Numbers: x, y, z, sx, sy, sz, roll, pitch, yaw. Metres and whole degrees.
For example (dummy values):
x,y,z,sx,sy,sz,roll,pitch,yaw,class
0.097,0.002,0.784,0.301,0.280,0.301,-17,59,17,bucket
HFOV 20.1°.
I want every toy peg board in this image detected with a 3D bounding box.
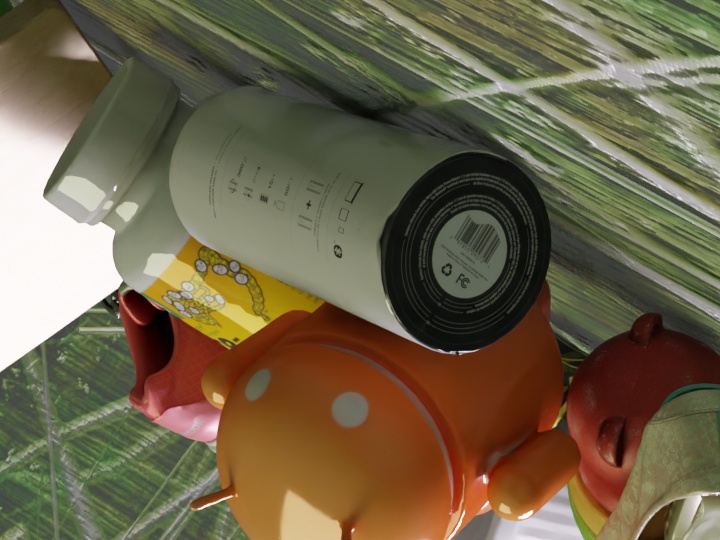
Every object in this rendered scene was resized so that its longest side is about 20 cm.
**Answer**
x,y,z,sx,sy,sz,roll,pitch,yaw,class
-0.222,-0.056,1.149,0.098,0.199,0.199,54,178,40,toy peg board

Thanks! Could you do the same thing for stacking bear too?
x,y,z,sx,sy,sz,roll,pitch,yaw,class
0.151,0.094,0.980,0.113,0.122,0.200,18,159,25,stacking bear

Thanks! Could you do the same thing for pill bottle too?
x,y,z,sx,sy,sz,roll,pitch,yaw,class
-0.053,-0.018,1.021,0.199,0.113,0.113,33,174,-14,pill bottle

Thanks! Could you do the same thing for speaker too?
x,y,z,sx,sy,sz,roll,pitch,yaw,class
-0.007,-0.027,0.864,0.081,0.082,0.200,34,173,-31,speaker

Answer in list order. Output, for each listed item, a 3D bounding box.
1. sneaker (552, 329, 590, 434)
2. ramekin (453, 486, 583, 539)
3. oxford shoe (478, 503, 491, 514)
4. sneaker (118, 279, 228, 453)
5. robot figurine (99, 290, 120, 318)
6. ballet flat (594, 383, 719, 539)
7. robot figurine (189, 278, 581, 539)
x,y,z,sx,sy,sz,roll,pitch,yaw,class
0.129,0.076,1.157,0.199,0.075,0.085,24,171,-14,sneaker
0.085,0.151,1.394,0.094,0.204,0.202,16,-178,-26,ramekin
-0.005,0.062,1.123,0.199,0.071,0.073,23,154,16,oxford shoe
-0.088,-0.001,1.095,0.086,0.201,0.074,18,144,-34,sneaker
-0.149,-0.043,1.291,0.200,0.058,0.146,39,138,25,robot figurine
0.135,0.130,0.893,0.067,0.063,0.201,-2,140,-3,ballet flat
0.016,0.063,0.896,0.144,0.200,0.117,49,134,2,robot figurine
